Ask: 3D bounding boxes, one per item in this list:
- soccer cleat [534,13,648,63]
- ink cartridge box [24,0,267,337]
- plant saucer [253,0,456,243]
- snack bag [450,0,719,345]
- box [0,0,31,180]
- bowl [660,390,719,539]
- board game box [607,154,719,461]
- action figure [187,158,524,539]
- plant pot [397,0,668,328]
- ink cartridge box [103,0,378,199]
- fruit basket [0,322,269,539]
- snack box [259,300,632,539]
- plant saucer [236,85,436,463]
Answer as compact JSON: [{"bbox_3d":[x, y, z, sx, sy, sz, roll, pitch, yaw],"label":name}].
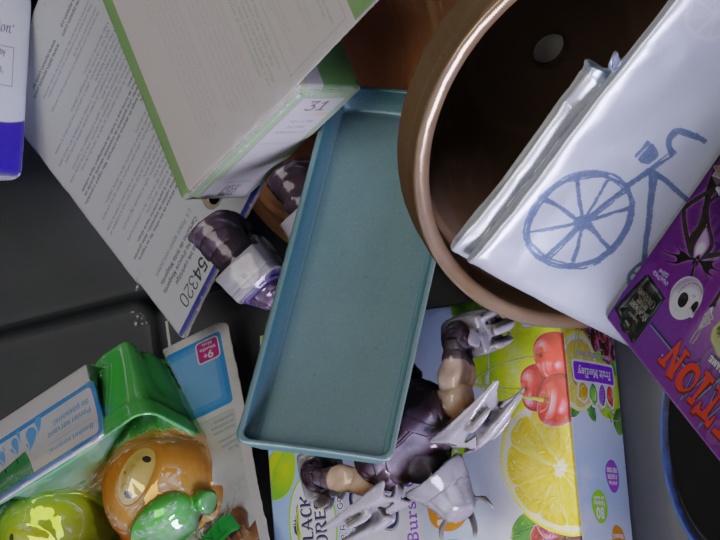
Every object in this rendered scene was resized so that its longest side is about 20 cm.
[{"bbox_3d":[0.140,-0.148,1.143,0.200,0.067,0.076,-37,84,22],"label":"soccer cleat"},{"bbox_3d":[-0.094,-0.103,1.236,0.200,0.043,0.196,49,127,28],"label":"ink cartridge box"},{"bbox_3d":[-0.009,-0.103,1.202,0.200,0.032,0.200,4,96,44],"label":"plant saucer"},{"bbox_3d":[0.163,-0.049,1.054,0.200,0.189,0.021,-53,36,15],"label":"snack bag"},{"bbox_3d":[-0.270,-0.149,1.317,0.184,0.105,0.200,-1,85,47],"label":"box"},{"bbox_3d":[0.201,0.047,0.993,0.201,0.039,0.201,-33,46,42],"label":"bowl"},{"bbox_3d":[0.182,0.028,0.973,0.120,0.032,0.200,-61,34,19],"label":"board game box"},{"bbox_3d":[0.005,0.041,1.119,0.130,0.069,0.200,-37,66,10],"label":"action figure"},{"bbox_3d":[0.101,-0.081,1.077,0.201,0.201,0.093,-54,36,14],"label":"plant pot"},{"bbox_3d":[-0.041,-0.144,1.110,0.200,0.048,0.146,-40,64,40],"label":"ink cartridge box"},{"bbox_3d":[-0.127,0.143,1.216,0.185,0.094,0.200,-32,44,23],"label":"fruit basket"},{"bbox_3d":[0.043,0.120,1.161,0.169,0.068,0.200,-9,78,29],"label":"snack box"},{"bbox_3d":[0.000,0.000,1.087,0.070,0.019,0.200,6,57,11],"label":"plant saucer"}]
